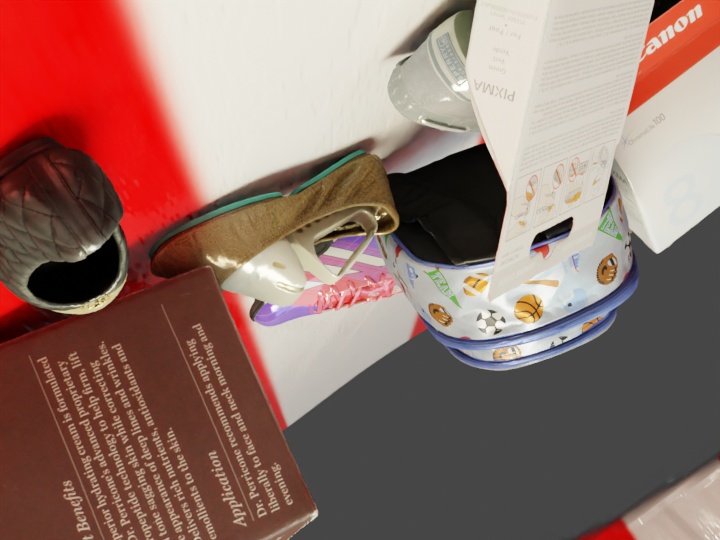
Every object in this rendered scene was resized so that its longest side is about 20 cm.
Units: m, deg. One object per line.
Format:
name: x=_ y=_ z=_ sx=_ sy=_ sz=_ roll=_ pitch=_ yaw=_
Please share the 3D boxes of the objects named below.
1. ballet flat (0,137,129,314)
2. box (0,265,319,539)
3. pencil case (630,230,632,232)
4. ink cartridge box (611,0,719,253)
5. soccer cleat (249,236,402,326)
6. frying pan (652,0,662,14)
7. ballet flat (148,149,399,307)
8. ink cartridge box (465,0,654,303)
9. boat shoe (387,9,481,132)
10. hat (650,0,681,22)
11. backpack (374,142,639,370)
ballet flat: x=-0.140 y=-0.005 z=0.657 sx=0.066 sy=0.057 sz=0.200 roll=-32 pitch=171 yaw=-11
box: x=-0.156 y=0.124 z=0.835 sx=0.199 sy=0.167 sz=0.164 roll=-21 pitch=168 yaw=-18
pencil case: x=0.424 y=-0.093 z=2.210 sx=0.200 sy=0.078 sz=0.089 roll=-37 pitch=156 yaw=9
ink cartridge box: x=0.247 y=-0.127 z=1.006 sx=0.160 sy=0.047 sz=0.200 roll=-36 pitch=138 yaw=-3
soccer cleat: x=0.000 y=0.000 z=1.146 sx=0.199 sy=0.073 sz=0.068 roll=-32 pitch=171 yaw=-20
frying pan: x=0.182 y=-0.174 z=1.045 sx=0.115 sy=0.031 sz=0.190 roll=-36 pitch=174 yaw=18
ballet flat: x=-0.044 y=-0.019 z=0.892 sx=0.199 sy=0.073 sz=0.068 roll=-26 pitch=169 yaw=-44
ink cartridge box: x=0.111 y=-0.098 z=0.804 sx=0.161 sy=0.050 sz=0.201 roll=-23 pitch=131 yaw=-54
boat shoe: x=0.079 y=-0.122 z=0.861 sx=0.071 sy=0.070 sz=0.200 roll=-28 pitch=172 yaw=29
hat: x=0.256 y=-0.215 z=1.114 sx=0.199 sy=0.177 sz=0.166 roll=-16 pitch=-149 yaw=-11
backpack: x=0.105 y=-0.017 z=0.984 sx=0.199 sy=0.155 sz=0.191 roll=-26 pitch=-160 yaw=0
